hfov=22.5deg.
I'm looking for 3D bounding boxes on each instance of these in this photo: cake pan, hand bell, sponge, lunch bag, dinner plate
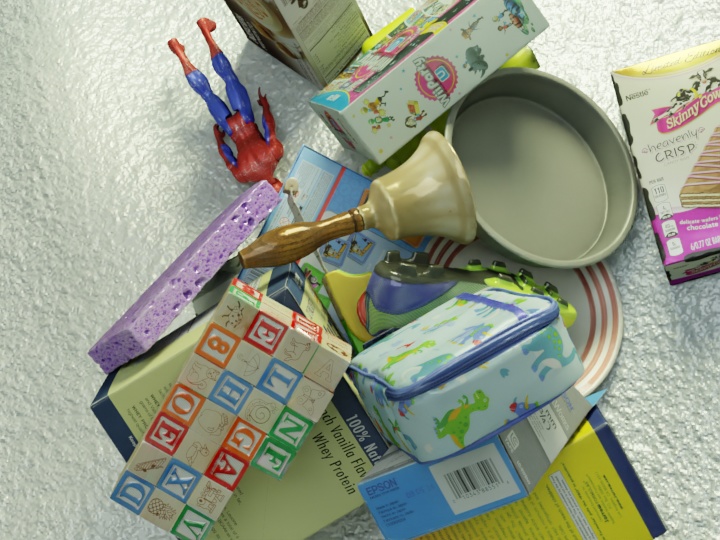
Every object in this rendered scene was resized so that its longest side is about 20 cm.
[{"bbox_3d":[0.158,-0.088,1.640,0.199,0.037,0.201,11,62,-22],"label":"cake pan"},{"bbox_3d":[-0.011,-0.039,1.557,0.199,0.104,0.104,-20,66,-15],"label":"hand bell"},{"bbox_3d":[-0.155,0.005,1.609,0.030,0.111,0.200,46,61,-8],"label":"sponge"},{"bbox_3d":[0.083,0.077,1.439,0.160,0.200,0.083,-27,99,-9],"label":"lunch bag"},{"bbox_3d":[0.141,0.034,1.629,0.199,0.024,0.201,6,70,-16],"label":"dinner plate"}]

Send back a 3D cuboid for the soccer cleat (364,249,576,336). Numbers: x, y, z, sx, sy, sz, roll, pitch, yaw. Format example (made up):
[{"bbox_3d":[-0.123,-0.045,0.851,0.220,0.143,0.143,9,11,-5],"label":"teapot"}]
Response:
[{"bbox_3d":[0.094,0.036,1.577,0.065,0.199,0.084,-133,56,-61],"label":"soccer cleat"}]

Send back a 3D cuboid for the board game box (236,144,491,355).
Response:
[{"bbox_3d":[0.002,-0.002,1.660,0.199,0.037,0.152,27,84,-3],"label":"board game box"}]

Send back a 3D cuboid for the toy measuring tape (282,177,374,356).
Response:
[{"bbox_3d":[0.000,0.000,1.608,0.073,0.074,0.201,-25,89,5],"label":"toy measuring tape"}]

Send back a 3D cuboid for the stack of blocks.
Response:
[{"bbox_3d":[-0.105,0.124,1.482,0.115,0.059,0.201,30,100,-5],"label":"stack of blocks"}]

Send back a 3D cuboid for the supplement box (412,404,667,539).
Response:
[{"bbox_3d":[0.142,0.211,1.537,0.199,0.109,0.110,-29,96,4],"label":"supplement box"}]

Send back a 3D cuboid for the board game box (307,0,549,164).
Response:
[{"bbox_3d":[0.059,-0.189,1.654,0.200,0.148,0.064,-41,106,-4],"label":"board game box"}]

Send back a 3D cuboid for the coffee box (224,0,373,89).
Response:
[{"bbox_3d":[-0.074,-0.269,1.730,0.114,0.200,0.080,37,82,22],"label":"coffee box"}]

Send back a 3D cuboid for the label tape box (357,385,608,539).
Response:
[{"bbox_3d":[0.103,0.137,1.502,0.144,0.200,0.063,-25,99,32],"label":"label tape box"}]

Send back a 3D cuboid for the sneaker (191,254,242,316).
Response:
[{"bbox_3d":[-0.063,0.004,1.711,0.199,0.074,0.089,-30,86,0],"label":"sneaker"}]

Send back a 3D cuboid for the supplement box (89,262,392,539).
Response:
[{"bbox_3d":[-0.093,0.131,1.583,0.199,0.134,0.200,-32,100,6],"label":"supplement box"}]

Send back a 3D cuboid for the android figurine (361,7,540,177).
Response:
[{"bbox_3d":[0.069,-0.170,1.745,0.200,0.041,0.182,-38,67,-1],"label":"android figurine"}]

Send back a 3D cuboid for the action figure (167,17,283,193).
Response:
[{"bbox_3d":[-0.122,-0.152,1.786,0.065,0.052,0.201,-30,71,9],"label":"action figure"}]

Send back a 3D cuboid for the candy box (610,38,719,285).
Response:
[{"bbox_3d":[0.318,-0.103,1.645,0.136,0.061,0.201,-16,68,9],"label":"candy box"}]
